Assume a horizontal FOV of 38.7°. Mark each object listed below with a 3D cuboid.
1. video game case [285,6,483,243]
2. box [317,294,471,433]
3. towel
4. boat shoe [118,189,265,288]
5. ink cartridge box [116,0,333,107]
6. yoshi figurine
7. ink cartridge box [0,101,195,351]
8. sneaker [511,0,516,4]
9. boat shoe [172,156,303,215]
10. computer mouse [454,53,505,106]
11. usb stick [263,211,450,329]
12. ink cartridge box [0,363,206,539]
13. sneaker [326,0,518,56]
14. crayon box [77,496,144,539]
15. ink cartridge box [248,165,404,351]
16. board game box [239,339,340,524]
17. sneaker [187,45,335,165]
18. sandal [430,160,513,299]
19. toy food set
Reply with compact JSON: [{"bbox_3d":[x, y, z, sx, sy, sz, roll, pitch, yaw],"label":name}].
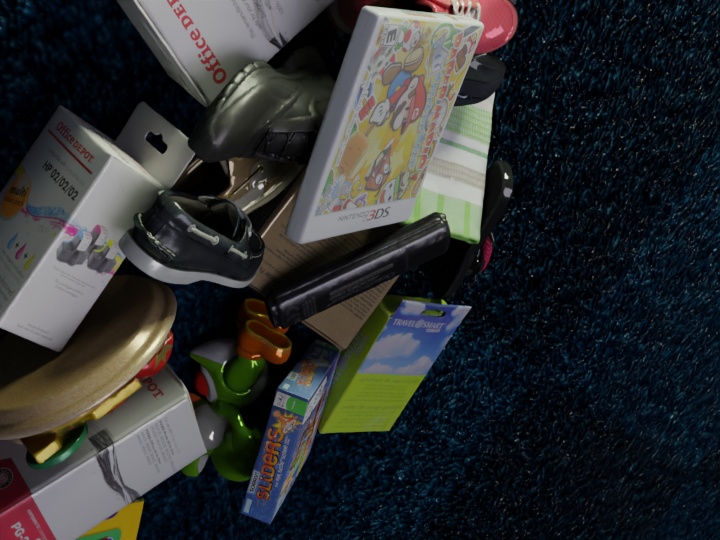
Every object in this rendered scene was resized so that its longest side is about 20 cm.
[{"bbox_3d":[0.024,-0.125,0.889,0.181,0.023,0.202,-16,132,-55],"label":"video game case"},{"bbox_3d":[0.031,0.103,1.192,0.121,0.048,0.201,5,125,-43],"label":"box"},{"bbox_3d":[0.091,-0.138,1.060,0.148,0.030,0.204,10,84,-44],"label":"towel"},{"bbox_3d":[-0.120,-0.029,0.845,0.061,0.075,0.200,-50,171,14],"label":"boat shoe"},{"bbox_3d":[-0.101,-0.257,0.832,0.200,0.084,0.145,-44,137,-9],"label":"ink cartridge box"},{"bbox_3d":[-0.120,0.140,1.069,0.112,0.112,0.202,-1,126,-51],"label":"yoshi figurine"},{"bbox_3d":[-0.233,-0.053,0.832,0.201,0.115,0.068,-55,137,2],"label":"ink cartridge box"},{"bbox_3d":[0.166,-0.308,1.009,0.075,0.114,0.203,-1,118,-40],"label":"sneaker"},{"bbox_3d":[-0.116,-0.094,0.937,0.200,0.074,0.066,-48,143,-4],"label":"boat shoe"},{"bbox_3d":[0.078,-0.168,0.986,0.199,0.034,0.058,-26,174,-41],"label":"computer mouse"},{"bbox_3d":[0.000,0.000,0.998,0.198,0.033,0.056,-26,151,-13],"label":"usb stick"},{"bbox_3d":[-0.258,0.152,0.924,0.199,0.145,0.084,-31,133,-22],"label":"ink cartridge box"},{"bbox_3d":[0.069,-0.233,0.959,0.197,0.087,0.075,1,108,-23],"label":"sneaker"},{"bbox_3d":[-0.330,0.302,1.028,0.198,0.058,0.175,-3,120,-39],"label":"crayon box"},{"bbox_3d":[-0.039,-0.035,1.042,0.165,0.075,0.200,-51,138,0],"label":"ink cartridge box"},{"bbox_3d":[-0.069,0.162,1.079,0.200,0.034,0.137,-48,156,-78],"label":"board game box"},{"bbox_3d":[-0.063,-0.125,0.848,0.076,0.091,0.200,-44,177,38],"label":"sneaker"},{"bbox_3d":[0.133,-0.036,1.156,0.044,0.076,0.201,10,135,-22],"label":"sandal"},{"bbox_3d":[-0.239,0.075,0.855,0.197,0.199,0.049,-38,121,-19],"label":"toy food set"}]
